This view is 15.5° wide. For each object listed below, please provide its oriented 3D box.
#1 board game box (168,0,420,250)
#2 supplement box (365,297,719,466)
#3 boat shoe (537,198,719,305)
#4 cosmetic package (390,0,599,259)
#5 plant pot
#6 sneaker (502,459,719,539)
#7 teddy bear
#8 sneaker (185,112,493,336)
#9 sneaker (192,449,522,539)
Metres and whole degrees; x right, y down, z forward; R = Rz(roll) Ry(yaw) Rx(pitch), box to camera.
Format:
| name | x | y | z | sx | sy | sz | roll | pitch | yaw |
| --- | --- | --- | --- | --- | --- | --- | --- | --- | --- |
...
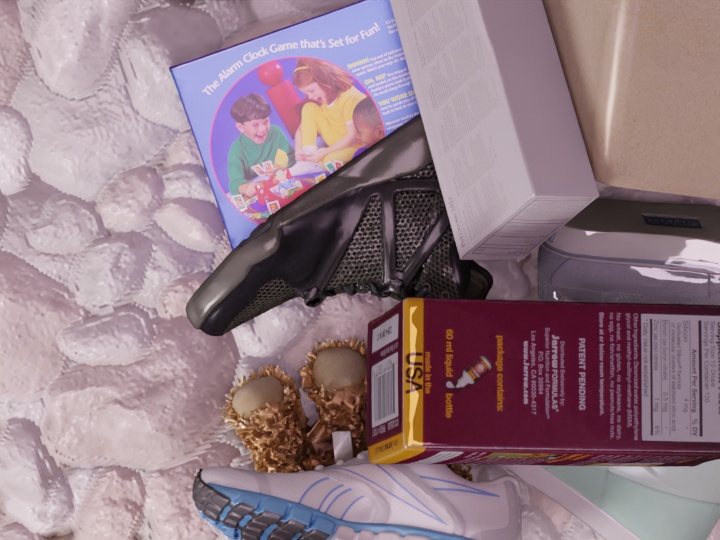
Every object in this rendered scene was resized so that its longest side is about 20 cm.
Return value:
| name | x | y | z | sx | sy | sz | roll | pitch | yaw |
| --- | --- | --- | --- | --- | --- | --- | --- | --- | --- |
| board game box | 0.001 | -0.091 | 1.592 | 0.199 | 0.045 | 0.135 | -19 | 93 | 0 |
| supplement box | 0.110 | 0.065 | 1.488 | 0.199 | 0.110 | 0.086 | 1 | 82 | -11 |
| boat shoe | 0.203 | 0.004 | 1.596 | 0.200 | 0.070 | 0.072 | 7 | 116 | -6 |
| cosmetic package | 0.071 | -0.113 | 1.493 | 0.050 | 0.083 | 0.201 | 0 | 65 | -33 |
| plant pot | 0.186 | -0.142 | 1.507 | 0.199 | 0.200 | 0.178 | 7 | 104 | -22 |
| sneaker | 0.144 | 0.084 | 1.586 | 0.200 | 0.074 | 0.118 | 36 | 98 | -12 |
| teddy bear | -0.009 | 0.141 | 1.599 | 0.145 | 0.067 | 0.200 | -37 | 86 | -9 |
| sneaker | 0.000 | 0.000 | 1.535 | 0.199 | 0.076 | 0.114 | -33 | 87 | -5 |
| sneaker | 0.002 | 0.132 | 1.541 | 0.199 | 0.075 | 0.087 | 13 | 65 | -6 |
